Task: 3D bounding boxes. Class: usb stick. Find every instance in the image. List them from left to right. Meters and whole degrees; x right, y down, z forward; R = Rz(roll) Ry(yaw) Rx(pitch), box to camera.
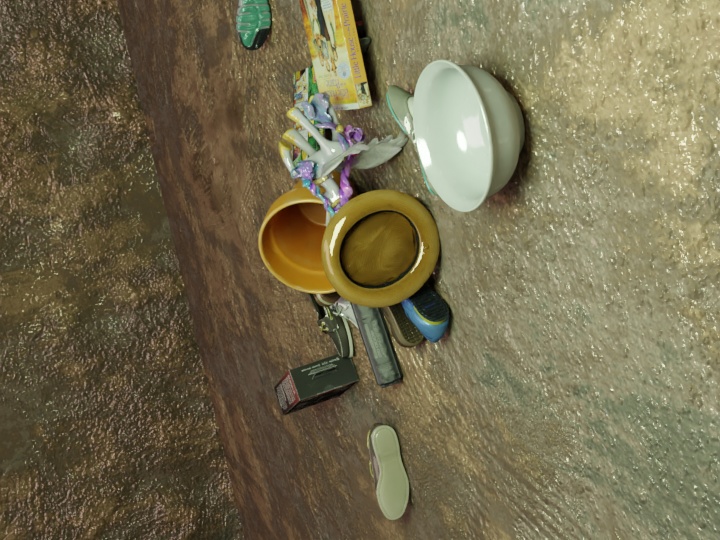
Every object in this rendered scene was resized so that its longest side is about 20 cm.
[{"bbox_3d":[0.030,0.130,1.796,0.033,0.055,0.201,27,-136,-81],"label":"usb stick"}]

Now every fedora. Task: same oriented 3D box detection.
[{"bbox_3d":[0.031,-0.038,1.513,0.082,0.199,0.202,-114,10,-85],"label":"fedora"}]

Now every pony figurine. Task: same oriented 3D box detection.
[{"bbox_3d":[-0.043,-0.192,1.506,0.193,0.166,0.201,-42,74,37],"label":"pony figurine"}]

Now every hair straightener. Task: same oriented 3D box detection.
[{"bbox_3d":[-0.022,-0.342,1.602,0.077,0.041,0.200,65,151,21],"label":"hair straightener"}]

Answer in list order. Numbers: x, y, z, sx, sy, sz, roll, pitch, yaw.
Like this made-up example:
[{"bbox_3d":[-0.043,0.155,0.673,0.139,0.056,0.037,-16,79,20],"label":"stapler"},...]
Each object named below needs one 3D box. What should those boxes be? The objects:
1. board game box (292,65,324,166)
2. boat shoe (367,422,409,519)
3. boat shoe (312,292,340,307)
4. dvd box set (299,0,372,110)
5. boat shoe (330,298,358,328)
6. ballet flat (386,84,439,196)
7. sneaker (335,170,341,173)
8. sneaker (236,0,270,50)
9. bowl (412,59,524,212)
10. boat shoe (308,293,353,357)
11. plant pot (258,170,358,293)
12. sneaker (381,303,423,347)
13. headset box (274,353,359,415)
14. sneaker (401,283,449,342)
[{"bbox_3d":[-0.101,-0.294,1.779,0.105,0.023,0.201,0,89,57],"label":"board game box"},{"bbox_3d":[0.054,0.420,1.914,0.059,0.071,0.201,-174,73,-74],"label":"boat shoe"},{"bbox_3d":[-0.076,0.009,1.865,0.075,0.074,0.203,-52,24,36],"label":"boat shoe"},{"bbox_3d":[-0.045,-0.375,1.554,0.146,0.029,0.201,17,122,62],"label":"dvd box set"},{"bbox_3d":[-0.032,0.070,1.885,0.200,0.066,0.074,53,151,43],"label":"boat shoe"},{"bbox_3d":[0.105,-0.208,1.382,0.064,0.067,0.201,-35,71,39],"label":"ballet flat"},{"bbox_3d":[-0.079,-0.160,1.847,0.099,0.070,0.201,-133,40,-53],"label":"sneaker"},{"bbox_3d":[-0.231,-0.578,1.949,0.088,0.074,0.201,-112,23,-63],"label":"sneaker"},{"bbox_3d":[0.155,-0.186,1.212,0.201,0.090,0.202,49,147,47],"label":"bowl"},{"bbox_3d":[-0.071,0.102,2.011,0.202,0.060,0.072,71,159,7],"label":"boat shoe"},{"bbox_3d":[-0.075,-0.090,1.695,0.184,0.199,0.201,-80,-9,-55],"label":"plant pot"},{"bbox_3d":[0.053,0.046,1.653,0.076,0.070,0.201,149,105,-69],"label":"sneaker"},{"bbox_3d":[-0.101,0.256,2.072,0.078,0.148,0.200,68,159,14],"label":"headset box"},{"bbox_3d":[0.087,0.039,1.573,0.079,0.066,0.201,95,151,-50],"label":"sneaker"}]
